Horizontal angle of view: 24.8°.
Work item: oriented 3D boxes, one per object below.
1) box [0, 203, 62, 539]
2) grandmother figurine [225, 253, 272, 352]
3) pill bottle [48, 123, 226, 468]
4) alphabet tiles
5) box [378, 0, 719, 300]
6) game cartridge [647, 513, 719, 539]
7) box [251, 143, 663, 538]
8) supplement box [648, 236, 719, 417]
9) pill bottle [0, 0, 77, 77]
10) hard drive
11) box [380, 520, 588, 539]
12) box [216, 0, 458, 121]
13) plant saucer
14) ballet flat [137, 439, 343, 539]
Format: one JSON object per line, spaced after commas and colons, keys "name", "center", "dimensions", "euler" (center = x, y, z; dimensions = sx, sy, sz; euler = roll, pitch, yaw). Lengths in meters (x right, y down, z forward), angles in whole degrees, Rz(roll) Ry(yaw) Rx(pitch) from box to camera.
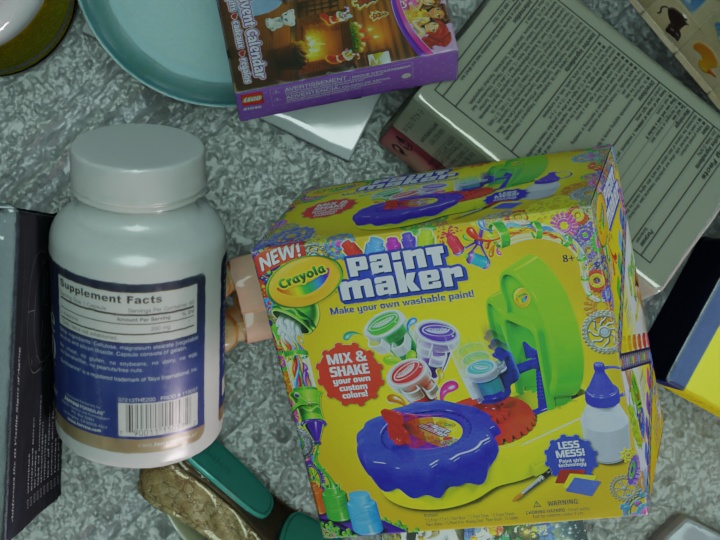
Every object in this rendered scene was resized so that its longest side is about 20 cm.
{"name": "box", "center": [-0.257, 0.058, 1.022], "dimensions": [0.124, 0.197, 0.200], "euler": [2, 90, -3]}
{"name": "grandmother figurine", "center": [0.000, 0.000, 1.108], "dimensions": [0.200, 0.061, 0.121], "euler": [-9, 119, -6]}
{"name": "pill bottle", "center": [-0.141, 0.014, 1.037], "dimensions": [0.111, 0.111, 0.200], "euler": [2, 115, -3]}
{"name": "alphabet tiles", "center": [0.245, -0.180, 1.089], "dimensions": [0.200, 0.008, 0.167], "euler": [50, 49, -2]}
{"name": "box", "center": [0.133, -0.083, 1.072], "dimensions": [0.200, 0.109, 0.128], "euler": [39, 73, -3]}
{"name": "game cartridge", "center": [0.218, 0.276, 1.130], "dimensions": [0.133, 0.040, 0.200], "euler": [28, 89, -6]}
{"name": "box", "center": [0.064, 0.043, 0.986], "dimensions": [0.200, 0.122, 0.193], "euler": [-8, 108, 18]}
{"name": "supplement box", "center": [0.302, 0.069, 1.095], "dimensions": [0.200, 0.109, 0.110], "euler": [29, 89, -3]}
{"name": "pill bottle", "center": [-0.242, -0.185, 1.018], "dimensions": [0.112, 0.200, 0.112], "euler": [0, 91, -3]}
{"name": "hard drive", "center": [-0.069, -0.176, 1.114], "dimensions": [0.200, 0.027, 0.132], "euler": [26, 89, -2]}
{"name": "box", "center": [0.087, 0.202, 1.102], "dimensions": [0.137, 0.038, 0.200], "euler": [-10, 85, 6]}
{"name": "box", "center": [-0.027, -0.199, 1.020], "dimensions": [0.137, 0.039, 0.200], "euler": [-12, 67, -3]}
{"name": "plant saucer", "center": [-0.090, -0.207, 1.086], "dimensions": [0.200, 0.027, 0.200], "euler": [0, 90, -4]}
{"name": "ballet flat", "center": [-0.069, 0.184, 1.108], "dimensions": [0.200, 0.071, 0.065], "euler": [42, 116, 0]}
